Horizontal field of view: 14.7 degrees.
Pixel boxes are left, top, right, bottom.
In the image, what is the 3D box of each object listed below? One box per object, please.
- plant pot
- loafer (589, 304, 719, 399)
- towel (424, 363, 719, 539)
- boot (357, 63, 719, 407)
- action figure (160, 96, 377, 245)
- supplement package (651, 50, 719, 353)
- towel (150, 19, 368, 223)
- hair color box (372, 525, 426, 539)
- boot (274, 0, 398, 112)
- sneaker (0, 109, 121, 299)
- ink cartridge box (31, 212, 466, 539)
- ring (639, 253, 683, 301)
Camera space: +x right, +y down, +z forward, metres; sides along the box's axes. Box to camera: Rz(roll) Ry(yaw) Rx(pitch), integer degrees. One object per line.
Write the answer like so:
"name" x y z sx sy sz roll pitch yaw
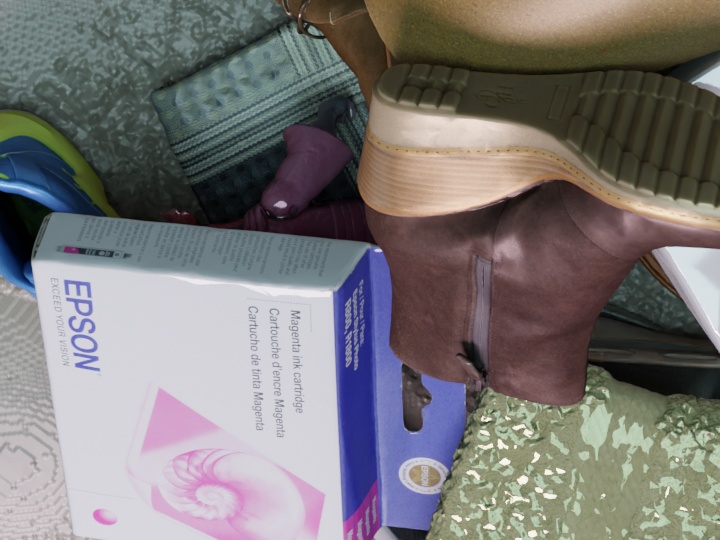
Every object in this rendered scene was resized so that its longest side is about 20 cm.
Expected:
"plant pot" 0.100 -0.156 1.182 0.200 0.187 0.187 -33 107 28
"loafer" 0.178 0.068 1.433 0.199 0.063 0.072 14 109 -5
"towel" 0.101 0.140 1.345 0.148 0.036 0.201 17 107 4
"boot" 0.096 -0.007 1.193 0.199 0.072 0.167 14 139 21
"action figure" 0.000 0.000 1.343 0.199 0.149 0.135 -2 113 -12
"supplement package" 0.194 -0.060 1.294 0.151 0.200 0.151 -32 105 4
"towel" 0.020 -0.051 1.414 0.199 0.035 0.193 -25 104 10
"hair color box" 0.009 0.191 1.474 0.099 0.061 0.200 -37 105 10
"boot" -0.005 -0.122 1.322 0.075 0.201 0.074 -18 151 11
"sneaker" -0.131 0.012 1.388 0.076 0.105 0.200 -43 104 13
"ink cartridge box" -0.050 0.064 1.340 0.199 0.043 0.197 6 134 10
"ring" 0.223 -0.061 1.415 0.199 0.019 0.201 0 108 -1
